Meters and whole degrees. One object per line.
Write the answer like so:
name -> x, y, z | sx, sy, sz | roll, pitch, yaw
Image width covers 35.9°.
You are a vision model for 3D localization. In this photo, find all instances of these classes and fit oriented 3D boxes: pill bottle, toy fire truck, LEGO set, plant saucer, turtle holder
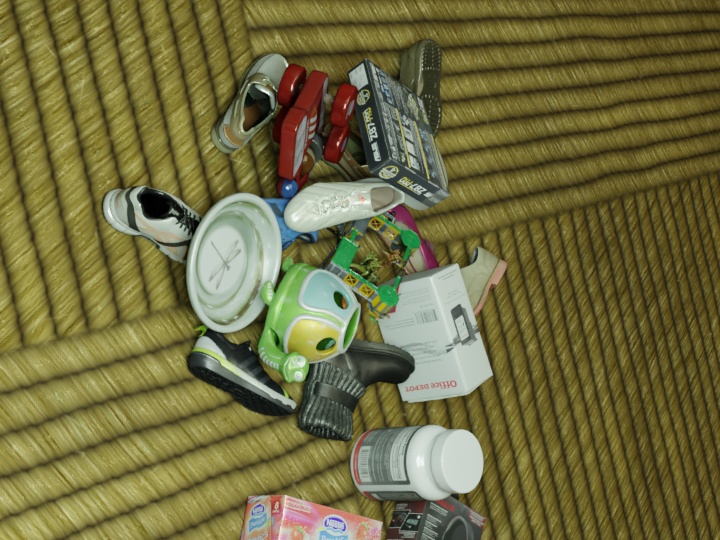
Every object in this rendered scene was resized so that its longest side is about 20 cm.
pill bottle -> 0.088, 0.301, 1.736 | 0.115, 0.199, 0.117 | 10, 75, -42
toy fire truck -> -0.088, -0.200, 1.678 | 0.111, 0.201, 0.169 | 21, 53, 6
LEGO set -> 0.000, 0.000, 1.769 | 0.153, 0.116, 0.201 | 27, 48, -15
plant saucer -> -0.192, -0.014, 1.590 | 0.200, 0.050, 0.202 | -25, 120, -52
turtle holder -> -0.079, 0.071, 1.626 | 0.185, 0.131, 0.142 | -35, 141, -71

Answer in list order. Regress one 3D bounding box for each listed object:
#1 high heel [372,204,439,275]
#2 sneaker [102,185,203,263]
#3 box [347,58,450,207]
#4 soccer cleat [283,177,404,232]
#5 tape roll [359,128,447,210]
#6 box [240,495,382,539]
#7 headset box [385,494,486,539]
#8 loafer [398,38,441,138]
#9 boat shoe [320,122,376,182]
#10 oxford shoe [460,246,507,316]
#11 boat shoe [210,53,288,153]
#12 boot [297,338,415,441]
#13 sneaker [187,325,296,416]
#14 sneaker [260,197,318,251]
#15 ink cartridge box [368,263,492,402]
high heel -> 0.068, -0.041, 1.873 | 0.200, 0.067, 0.097 | 46, 32, -42
sneaker -> -0.261, -0.063, 1.565 | 0.199, 0.080, 0.074 | 22, 65, -41
box -> 0.060, -0.216, 1.747 | 0.161, 0.049, 0.202 | 23, 45, -46
soccer cleat -> -0.024, -0.104, 1.696 | 0.199, 0.077, 0.070 | -17, 109, -32
tape roll -> 0.072, -0.197, 1.840 | 0.202, 0.037, 0.204 | 39, 34, -33
box -> -0.072, 0.400, 1.638 | 0.199, 0.094, 0.104 | 25, 64, -37
headset box -> 0.118, 0.451, 1.821 | 0.148, 0.075, 0.201 | 37, 58, -32
loafer -> 0.101, -0.308, 1.970 | 0.076, 0.067, 0.202 | 7, 92, -39
boat shoe -> 0.007, -0.180, 1.846 | 0.199, 0.074, 0.076 | 31, 62, -35
oxford shoe -> 0.189, 0.041, 1.992 | 0.074, 0.071, 0.200 | 37, 55, -2
boat shoe -> -0.155, -0.264, 1.713 | 0.075, 0.068, 0.201 | 42, 54, -26
boot -> -0.006, 0.194, 1.751 | 0.210, 0.079, 0.159 | 15, 65, -30
sneaker -> -0.162, 0.143, 1.622 | 0.200, 0.071, 0.083 | 37, 56, -33
sneaker -> -0.139, -0.069, 1.691 | 0.199, 0.066, 0.079 | -3, 86, -44
ink cartridge box -> 0.116, 0.105, 1.841 | 0.083, 0.144, 0.202 | -24, 98, -47
